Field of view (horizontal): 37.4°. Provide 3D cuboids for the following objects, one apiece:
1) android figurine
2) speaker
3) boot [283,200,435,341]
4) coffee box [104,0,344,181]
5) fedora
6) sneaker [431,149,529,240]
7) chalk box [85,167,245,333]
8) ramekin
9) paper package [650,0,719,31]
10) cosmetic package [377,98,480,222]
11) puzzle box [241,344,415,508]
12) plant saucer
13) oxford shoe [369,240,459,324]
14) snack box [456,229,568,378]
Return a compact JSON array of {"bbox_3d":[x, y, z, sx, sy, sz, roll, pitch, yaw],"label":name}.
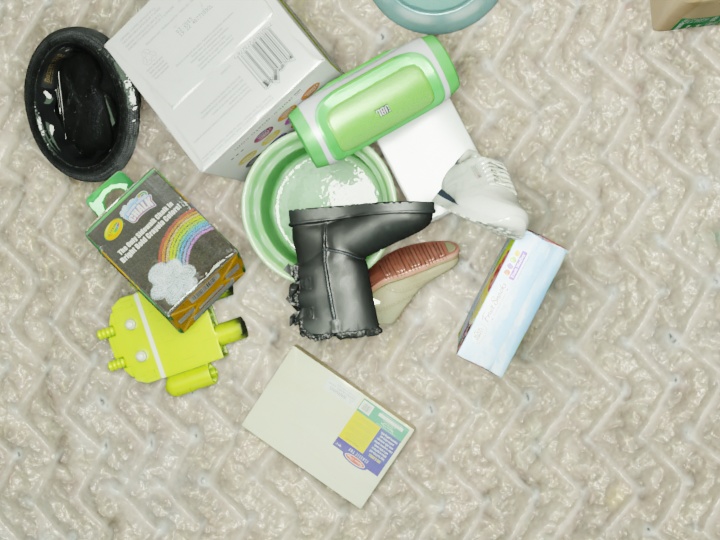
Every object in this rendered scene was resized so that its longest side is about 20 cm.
[{"bbox_3d":[-0.259,0.079,1.445,0.199,0.041,0.183,-17,91,6],"label":"android figurine"},{"bbox_3d":[0.016,-0.204,1.283,0.200,0.088,0.089,-30,89,-1],"label":"speaker"},{"bbox_3d":[0.000,0.000,1.293,0.197,0.073,0.163,-5,91,14],"label":"boot"},{"bbox_3d":[-0.157,-0.255,1.333,0.200,0.198,0.200,-40,84,8],"label":"coffee box"},{"bbox_3d":[-0.347,-0.222,1.404,0.200,0.092,0.201,7,109,22],"label":"fedora"},{"bbox_3d":[0.144,-0.091,1.232,0.076,0.200,0.081,27,96,-23],"label":"sneaker"},{"bbox_3d":[-0.262,-0.038,1.368,0.125,0.124,0.200,-44,81,-10],"label":"chalk box"},{"bbox_3d":[-0.047,-0.081,1.380,0.199,0.098,0.201,0,93,7],"label":"ramekin"},{"bbox_3d":[0.402,-0.394,1.257,0.103,0.200,0.192,-3,92,7],"label":"paper package"},{"bbox_3d":[0.083,-0.167,1.370,0.113,0.081,0.201,-26,91,8],"label":"cosmetic package"},{"bbox_3d":[-0.043,0.210,1.431,0.200,0.025,0.133,35,96,4],"label":"puzzle box"},{"bbox_3d":[0.098,-0.410,1.382,0.199,0.027,0.201,0,93,6],"label":"plant saucer"},{"bbox_3d":[0.045,0.024,1.401,0.199,0.071,0.074,-24,115,7],"label":"oxford shoe"},{"bbox_3d":[0.182,0.032,1.306,0.067,0.200,0.169,27,95,5],"label":"snack box"}]
